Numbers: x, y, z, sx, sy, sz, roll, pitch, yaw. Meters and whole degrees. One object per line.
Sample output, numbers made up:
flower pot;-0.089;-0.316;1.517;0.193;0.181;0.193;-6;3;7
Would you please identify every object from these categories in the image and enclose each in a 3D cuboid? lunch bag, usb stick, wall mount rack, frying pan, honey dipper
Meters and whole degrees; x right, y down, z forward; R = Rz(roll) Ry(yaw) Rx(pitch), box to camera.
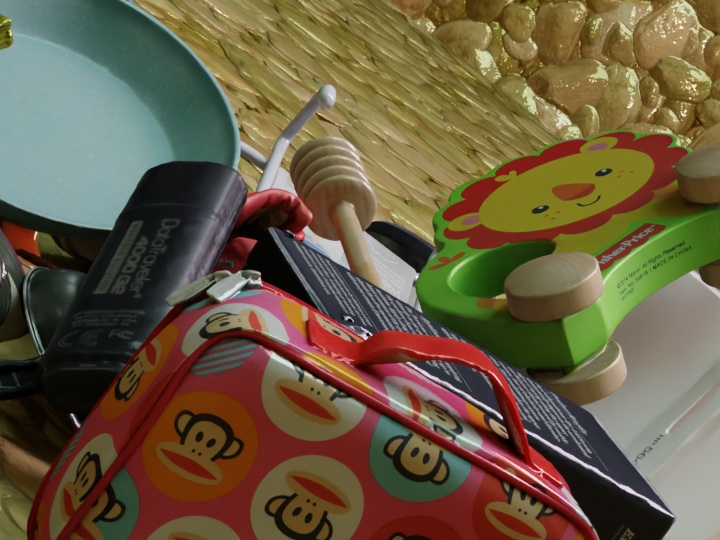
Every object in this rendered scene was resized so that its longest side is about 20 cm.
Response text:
lunch bag;-0.012;0.097;1.048;0.200;0.176;0.082;33;12;-18
usb stick;-0.095;0.004;1.209;0.055;0.033;0.200;0;27;11
wall mount rack;0.000;-0.015;1.473;0.200;0.075;0.174;37;29;-12
frying pan;-0.131;0.032;1.208;0.190;0.031;0.115;45;20;-57
honey dipper;0.000;0.000;1.302;0.038;0.038;0.200;30;22;-28

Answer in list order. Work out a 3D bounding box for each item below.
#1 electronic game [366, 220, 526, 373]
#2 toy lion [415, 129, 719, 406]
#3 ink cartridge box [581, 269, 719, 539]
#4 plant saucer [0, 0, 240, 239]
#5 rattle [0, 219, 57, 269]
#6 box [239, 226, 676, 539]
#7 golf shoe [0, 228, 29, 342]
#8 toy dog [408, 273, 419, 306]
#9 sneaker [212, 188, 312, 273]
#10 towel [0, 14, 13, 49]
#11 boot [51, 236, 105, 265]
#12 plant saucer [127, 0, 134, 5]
electronic game;0.073;0.044;1.719;0.200;0.042;0.200;43;-10;10
toy lion;0.105;-0.015;1.388;0.192;0.200;0.069;10;-55;49
ink cartridge box;0.170;0.099;1.433;0.125;0.129;0.200;41;-15;24
plant saucer;-0.159;-0.080;1.375;0.200;0.036;0.200;18;39;-15
rattle;-0.207;-0.049;1.455;0.130;0.143;0.200;10;54;-41
box;0.008;0.100;1.176;0.200;0.148;0.104;32;11;-28
golf shoe;-0.225;-0.037;1.257;0.200;0.077;0.088;51;8;23
toy dog;-0.007;0.006;1.609;0.200;0.096;0.132;32;8;10
sneaker;-0.053;-0.003;1.343;0.077;0.085;0.200;27;9;-11
towel;-0.264;-0.152;1.359;0.086;0.018;0.200;-21;44;-37
boot;-0.055;0.027;1.476;0.200;0.073;0.182;44;15;32
plant saucer;-0.219;-0.159;1.517;0.200;0.200;0.027;29;57;-33
